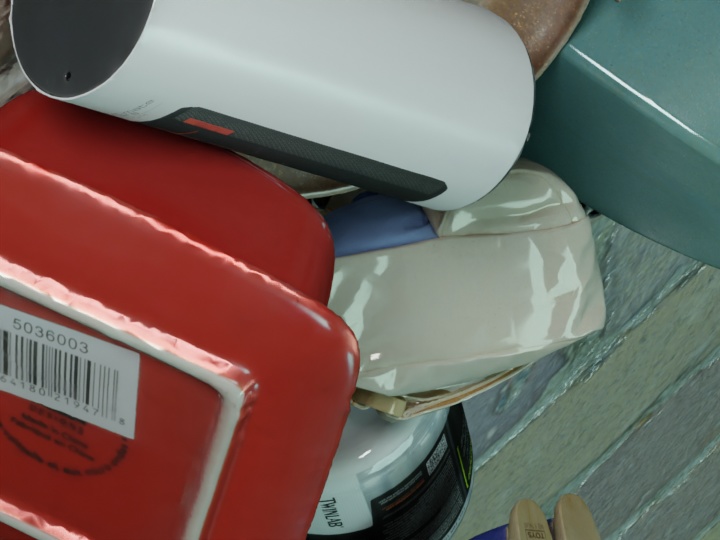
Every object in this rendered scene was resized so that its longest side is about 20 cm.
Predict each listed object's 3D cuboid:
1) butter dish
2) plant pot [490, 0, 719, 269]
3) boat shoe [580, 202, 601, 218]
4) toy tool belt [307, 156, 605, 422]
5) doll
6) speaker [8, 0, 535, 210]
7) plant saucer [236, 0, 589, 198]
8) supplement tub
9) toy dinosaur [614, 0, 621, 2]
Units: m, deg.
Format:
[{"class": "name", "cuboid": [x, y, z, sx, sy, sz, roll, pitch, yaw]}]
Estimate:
[{"class": "butter dish", "cuboid": [-0.087, 0.010, 1.104, 0.200, 0.199, 0.148, 109, 8, -46]}, {"class": "plant pot", "cuboid": [0.136, -0.102, 1.274, 0.141, 0.200, 0.142, -42, 158, -15]}, {"class": "boat shoe", "cuboid": [0.097, -0.056, 1.375, 0.199, 0.063, 0.073, -23, 137, 9]}, {"class": "toy tool belt", "cuboid": [0.000, 0.000, 1.282, 0.199, 0.123, 0.126, -12, 110, -9]}, {"class": "doll", "cuboid": [0.012, 0.157, 1.382, 0.199, 0.049, 0.136, -26, 164, 33]}, {"class": "speaker", "cuboid": [-0.029, -0.080, 1.066, 0.199, 0.081, 0.081, 15, 117, -45]}, {"class": "plant saucer", "cuboid": [-0.001, -0.109, 1.149, 0.199, 0.037, 0.201, -19, 145, -14]}, {"class": "supplement tub", "cuboid": [-0.009, 0.079, 1.411, 0.123, 0.122, 0.200, -44, 158, -12]}, {"class": "toy dinosaur", "cuboid": [0.111, -0.213, 1.188, 0.088, 0.047, 0.202, -22, 114, -65]}]
